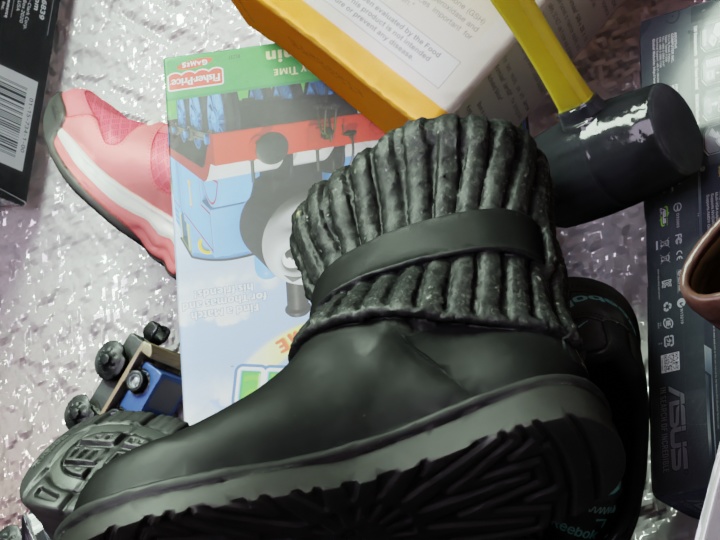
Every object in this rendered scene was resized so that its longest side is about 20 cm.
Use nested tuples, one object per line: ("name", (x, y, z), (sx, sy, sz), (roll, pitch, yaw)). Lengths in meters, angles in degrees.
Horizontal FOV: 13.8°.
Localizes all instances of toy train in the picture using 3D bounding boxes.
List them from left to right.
("toy train", (-0.132, 0.115, 1.322), (0.046, 0.034, 0.201), (32, 95, 37))

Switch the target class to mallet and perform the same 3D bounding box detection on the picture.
("mallet", (0.062, -0.107, 1.101), (0.066, 0.201, 0.041), (-15, 25, 29))

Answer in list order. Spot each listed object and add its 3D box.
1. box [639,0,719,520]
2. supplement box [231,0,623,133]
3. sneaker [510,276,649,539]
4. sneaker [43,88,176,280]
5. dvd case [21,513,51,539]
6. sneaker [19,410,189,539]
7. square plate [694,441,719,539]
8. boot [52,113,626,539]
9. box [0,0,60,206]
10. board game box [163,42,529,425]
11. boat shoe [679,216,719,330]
("box", (0.184, -0.016, 1.109), (0.157, 0.051, 0.201), (-16, 65, 34))
("supplement box", (0.053, -0.152, 1.197), (0.126, 0.074, 0.200), (39, 85, 21))
("sneaker", (0.061, 0.103, 1.118), (0.079, 0.075, 0.201), (-139, 61, -75))
("sneaker", (-0.058, -0.033, 1.305), (0.087, 0.074, 0.200), (-49, 57, 0))
("dvd case", (-0.100, 0.217, 1.208), (0.016, 0.149, 0.200), (-14, 54, -17))
("sneaker", (-0.032, 0.111, 1.130), (0.199, 0.091, 0.076), (10, 41, 30))
("square plate", (0.180, 0.123, 0.874), (0.199, 0.028, 0.199), (9, 78, 39))
("boot", (-0.016, 0.035, 1.071), (0.210, 0.080, 0.158), (-14, 50, -4))
("box", (-0.224, -0.138, 1.421), (0.114, 0.132, 0.201), (-4, 71, 41))
("board game box", (0.000, 0.000, 1.215), (0.150, 0.037, 0.201), (-7, 70, 6))
("boat shoe", (0.191, -0.049, 1.034), (0.200, 0.072, 0.072), (-42, 53, 16))
